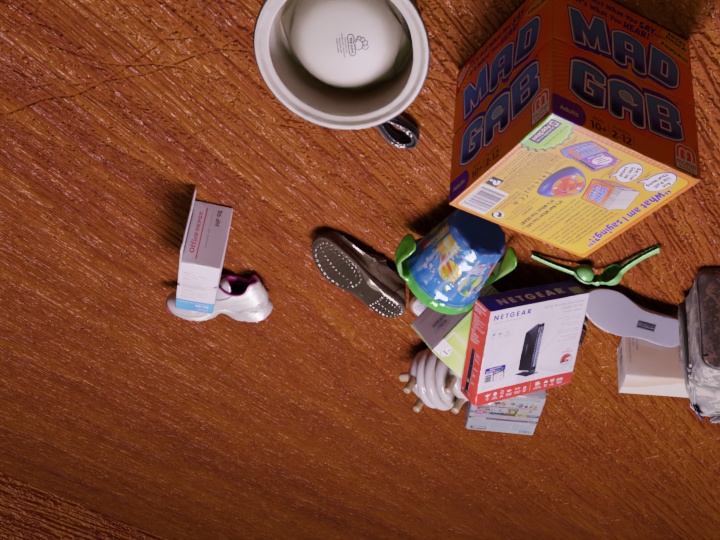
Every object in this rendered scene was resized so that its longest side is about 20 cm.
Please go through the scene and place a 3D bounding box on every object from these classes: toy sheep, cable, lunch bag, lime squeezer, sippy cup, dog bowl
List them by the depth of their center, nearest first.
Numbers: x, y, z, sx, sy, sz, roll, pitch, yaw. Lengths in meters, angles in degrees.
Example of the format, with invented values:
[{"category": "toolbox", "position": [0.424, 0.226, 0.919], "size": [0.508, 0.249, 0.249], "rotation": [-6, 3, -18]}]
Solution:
[{"category": "dog bowl", "position": [-0.018, -0.263, 1.094], "size": [0.198, 0.074, 0.202], "rotation": [5, 130, 6]}, {"category": "cable", "position": [0.011, -0.208, 1.250], "size": [0.096, 0.051, 0.200], "rotation": [-7, 146, 19]}, {"category": "sippy cup", "position": [0.150, -0.024, 1.471], "size": [0.140, 0.177, 0.131], "rotation": [47, 136, 10]}, {"category": "lime squeezer", "position": [0.373, -0.003, 1.539], "size": [0.198, 0.038, 0.071], "rotation": [-2, 149, 17]}, {"category": "lunch bag", "position": [0.580, 0.121, 1.545], "size": [0.138, 0.202, 0.168], "rotation": [4, 149, 6]}, {"category": "toy sheep", "position": [0.154, 0.205, 1.851], "size": [0.198, 0.139, 0.138], "rotation": [0, 151, 34]}]

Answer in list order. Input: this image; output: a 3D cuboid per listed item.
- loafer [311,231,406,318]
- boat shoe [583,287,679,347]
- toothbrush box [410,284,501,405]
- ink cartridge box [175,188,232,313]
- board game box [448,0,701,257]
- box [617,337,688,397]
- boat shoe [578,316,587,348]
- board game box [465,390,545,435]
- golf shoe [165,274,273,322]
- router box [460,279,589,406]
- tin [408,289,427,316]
[{"category": "loafer", "position": [0.000, 0.000, 1.602], "size": [0.076, 0.068, 0.200], "rotation": [-27, 120, 40]}, {"category": "boat shoe", "position": [0.454, 0.080, 1.640], "size": [0.198, 0.069, 0.057], "rotation": [21, -174, -14]}, {"category": "toothbrush box", "position": [0.202, 0.111, 1.639], "size": [0.146, 0.086, 0.200], "rotation": [-44, 130, 2]}, {"category": "ink cartridge box", "position": [-0.251, -0.028, 1.552], "size": [0.066, 0.117, 0.200], "rotation": [11, 150, -7]}, {"category": "board game box", "position": [0.241, -0.171, 1.116], "size": [0.198, 0.202, 0.200], "rotation": [20, 148, -21]}, {"category": "box", "position": [0.568, 0.171, 1.741], "size": [0.197, 0.096, 0.078], "rotation": [2, 150, 5]}, {"category": "boat shoe", "position": [0.337, 0.143, 1.758], "size": [0.074, 0.076, 0.203], "rotation": [16, 149, -14]}, {"category": "board game box", "position": [0.297, 0.271, 2.000], "size": [0.146, 0.065, 0.201], "rotation": [4, 151, 3]}, {"category": "golf shoe", "position": [-0.257, 0.041, 1.733], "size": [0.197, 0.076, 0.092], "rotation": [-1, 134, 9]}, {"category": "router box", "position": [0.269, 0.118, 1.593], "size": [0.198, 0.049, 0.181], "rotation": [-10, 121, -25]}, {"category": "tin", "position": [0.168, 0.071, 1.713], "size": [0.199, 0.042, 0.111], "rotation": [31, 147, -35]}]
